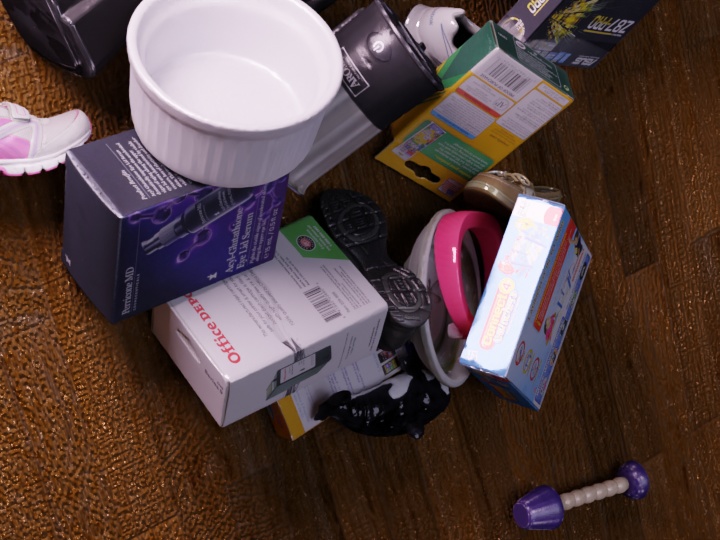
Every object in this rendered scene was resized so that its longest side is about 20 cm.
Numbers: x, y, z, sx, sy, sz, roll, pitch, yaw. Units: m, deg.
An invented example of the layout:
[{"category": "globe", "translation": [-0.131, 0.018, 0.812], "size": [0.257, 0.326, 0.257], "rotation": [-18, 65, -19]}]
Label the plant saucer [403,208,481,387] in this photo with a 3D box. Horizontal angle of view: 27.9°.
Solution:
[{"category": "plant saucer", "translation": [0.085, 0.032, 1.647], "size": [0.200, 0.050, 0.202], "rotation": [-3, 90, -67]}]

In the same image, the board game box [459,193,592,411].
[{"category": "board game box", "translation": [0.191, 0.040, 1.637], "size": [0.201, 0.056, 0.196], "rotation": [-69, 158, -9]}]

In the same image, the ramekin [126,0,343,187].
[{"category": "ramekin", "translation": [-0.122, -0.172, 1.351], "size": [0.200, 0.201, 0.098], "rotation": [-23, 151, -30]}]

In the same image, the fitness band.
[{"category": "fitness band", "translation": [0.127, 0.005, 1.646], "size": [0.200, 0.037, 0.145], "rotation": [0, 85, -68]}]

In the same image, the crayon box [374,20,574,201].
[{"category": "crayon box", "translation": [0.123, -0.175, 1.628], "size": [0.125, 0.200, 0.052], "rotation": [27, 38, -33]}]

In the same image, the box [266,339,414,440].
[{"category": "box", "translation": [-0.028, 0.086, 1.613], "size": [0.199, 0.041, 0.120], "rotation": [-31, 112, -30]}]

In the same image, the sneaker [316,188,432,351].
[{"category": "sneaker", "translation": [0.000, 0.000, 1.565], "size": [0.075, 0.091, 0.201], "rotation": [-9, 57, -29]}]

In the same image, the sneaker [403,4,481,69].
[{"category": "sneaker", "translation": [0.133, -0.227, 1.657], "size": [0.200, 0.087, 0.075], "rotation": [38, 71, -33]}]

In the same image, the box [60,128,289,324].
[{"category": "box", "translation": [-0.180, -0.061, 1.411], "size": [0.199, 0.104, 0.149], "rotation": [-24, 146, -31]}]

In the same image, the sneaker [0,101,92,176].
[{"category": "sneaker", "translation": [-0.344, -0.130, 1.345], "size": [0.199, 0.081, 0.089], "rotation": [-16, 106, -33]}]

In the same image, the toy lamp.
[{"category": "toy lamp", "translation": [0.277, 0.285, 1.833], "size": [0.199, 0.058, 0.059], "rotation": [-12, 102, -34]}]

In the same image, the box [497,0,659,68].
[{"category": "box", "translation": [0.262, -0.308, 1.669], "size": [0.199, 0.161, 0.049], "rotation": [-4, 56, -53]}]

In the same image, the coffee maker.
[{"category": "coffee maker", "translation": [-0.226, -0.278, 1.376], "size": [0.200, 0.134, 0.193], "rotation": [-47, 119, -20]}]

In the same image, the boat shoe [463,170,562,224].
[{"category": "boat shoe", "translation": [0.182, -0.088, 1.686], "size": [0.200, 0.073, 0.064], "rotation": [21, 87, -56]}]

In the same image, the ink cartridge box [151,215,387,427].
[{"category": "ink cartridge box", "translation": [-0.096, 0.049, 1.490], "size": [0.199, 0.146, 0.084], "rotation": [-24, 149, -29]}]

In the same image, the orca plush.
[{"category": "orca plush", "translation": [0.045, 0.154, 1.617], "size": [0.199, 0.071, 0.106], "rotation": [17, 107, -54]}]

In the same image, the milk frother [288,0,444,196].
[{"category": "milk frother", "translation": [-0.017, -0.190, 1.539], "size": [0.188, 0.181, 0.200], "rotation": [-35, 152, 11]}]
